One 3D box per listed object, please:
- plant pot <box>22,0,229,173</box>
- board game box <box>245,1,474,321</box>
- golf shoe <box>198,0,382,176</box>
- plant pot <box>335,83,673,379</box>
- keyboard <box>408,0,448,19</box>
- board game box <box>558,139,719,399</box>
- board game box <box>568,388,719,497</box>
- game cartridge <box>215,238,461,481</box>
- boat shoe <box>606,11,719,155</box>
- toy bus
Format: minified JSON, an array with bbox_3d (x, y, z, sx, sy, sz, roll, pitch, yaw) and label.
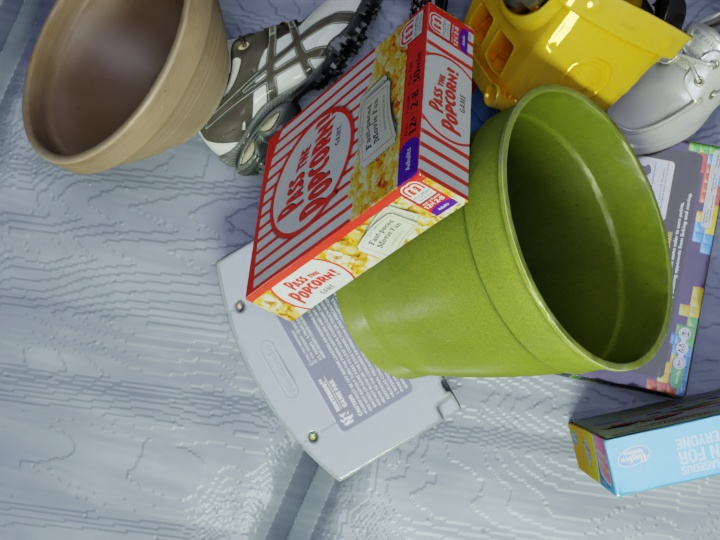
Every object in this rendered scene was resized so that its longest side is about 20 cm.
[{"bbox_3d":[-0.169,-0.159,1.091,0.200,0.092,0.202,-22,56,35],"label":"plant pot"},{"bbox_3d":[-0.001,-0.073,0.987,0.046,0.200,0.153,26,50,-28],"label":"board game box"},{"bbox_3d":[-0.060,-0.175,1.117,0.094,0.078,0.201,37,88,3],"label":"golf shoe"},{"bbox_3d":[0.089,-0.006,1.005,0.192,0.200,0.202,-19,86,40],"label":"plant pot"},{"bbox_3d":[0.046,-0.255,1.103,0.039,0.104,0.202,8,89,-12],"label":"keyboard"},{"bbox_3d":[0.193,-0.012,1.113,0.164,0.057,0.202,12,87,4],"label":"board game box"},{"bbox_3d":[0.243,0.122,1.033,0.152,0.200,0.041,-12,87,2],"label":"board game box"},{"bbox_3d":[-0.025,0.056,1.104,0.132,0.041,0.201,-29,87,-3],"label":"game cartridge"},{"bbox_3d":[0.264,-0.164,1.085,0.199,0.069,0.071,-35,65,-17],"label":"boat shoe"},{"bbox_3d":[0.127,-0.185,1.061,0.135,0.201,0.192,16,125,-32],"label":"toy bus"}]
